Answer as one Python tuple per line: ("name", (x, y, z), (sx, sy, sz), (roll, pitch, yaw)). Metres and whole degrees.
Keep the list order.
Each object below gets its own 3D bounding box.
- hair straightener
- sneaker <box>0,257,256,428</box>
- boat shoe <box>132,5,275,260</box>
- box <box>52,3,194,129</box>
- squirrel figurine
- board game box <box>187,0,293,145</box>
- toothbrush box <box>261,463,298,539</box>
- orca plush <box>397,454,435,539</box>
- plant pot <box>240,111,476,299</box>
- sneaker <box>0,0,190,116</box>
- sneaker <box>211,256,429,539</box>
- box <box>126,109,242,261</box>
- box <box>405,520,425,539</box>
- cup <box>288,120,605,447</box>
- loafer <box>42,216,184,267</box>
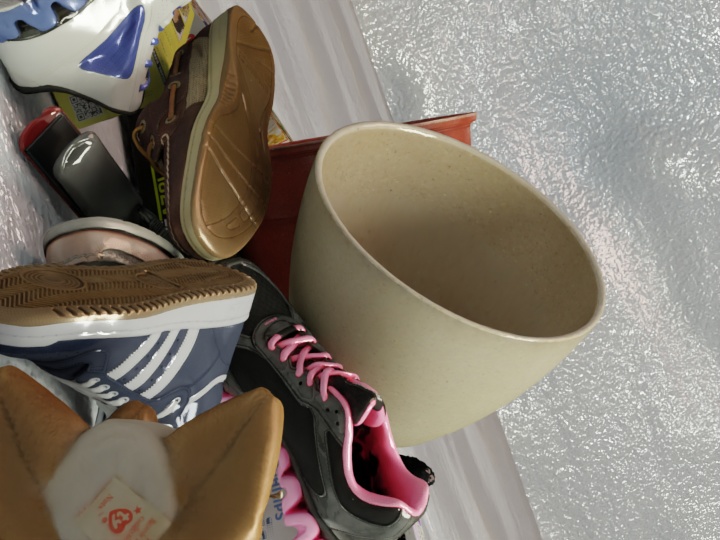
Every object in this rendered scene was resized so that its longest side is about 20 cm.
("hair straightener", (-0.135, -0.014, 1.090), (0.077, 0.041, 0.201), (33, -20, 38))
("sneaker", (-0.132, 0.056, 0.940), (0.199, 0.070, 0.110), (-5, 115, -56))
("boat shoe", (-0.099, -0.078, 1.087), (0.072, 0.071, 0.202), (52, 29, -40))
("box", (-0.161, -0.158, 1.226), (0.200, 0.074, 0.051), (-93, 164, -66))
("squirrel figurine", (-0.096, 0.160, 0.849), (0.187, 0.140, 0.202), (78, 11, -66))
("board game box", (-0.118, -0.157, 1.456), (0.152, 0.046, 0.200), (56, 2, 22))
("toothbrush box", (-0.036, 0.236, 1.121), (0.147, 0.084, 0.201), (-102, 170, -45))
("orca plush", (0.011, 0.137, 1.125), (0.201, 0.070, 0.106), (-102, 168, -54))
("plant pot", (0.000, 0.000, 1.287), (0.201, 0.198, 0.198), (-43, 124, -81))
("sneaker", (-0.140, -0.164, 1.077), (0.081, 0.198, 0.116), (45, -23, 38))
("sneaker", (-0.024, 0.073, 1.032), (0.079, 0.095, 0.201), (-26, 83, -42))
("box", (-0.110, -0.010, 1.330), (0.200, 0.047, 0.195), (60, 16, -58))
("box", (0.035, 0.233, 1.166), (0.039, 0.041, 0.201), (63, 9, -48))
("cup", (0.033, 0.025, 1.126), (0.198, 0.144, 0.201), (22, 32, -14))
("loafer", (-0.128, 0.031, 1.051), (0.200, 0.071, 0.064), (60, 21, -66))
